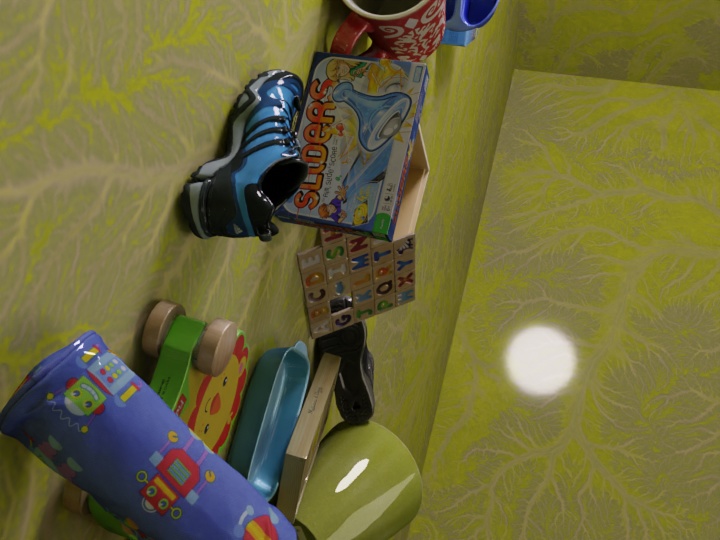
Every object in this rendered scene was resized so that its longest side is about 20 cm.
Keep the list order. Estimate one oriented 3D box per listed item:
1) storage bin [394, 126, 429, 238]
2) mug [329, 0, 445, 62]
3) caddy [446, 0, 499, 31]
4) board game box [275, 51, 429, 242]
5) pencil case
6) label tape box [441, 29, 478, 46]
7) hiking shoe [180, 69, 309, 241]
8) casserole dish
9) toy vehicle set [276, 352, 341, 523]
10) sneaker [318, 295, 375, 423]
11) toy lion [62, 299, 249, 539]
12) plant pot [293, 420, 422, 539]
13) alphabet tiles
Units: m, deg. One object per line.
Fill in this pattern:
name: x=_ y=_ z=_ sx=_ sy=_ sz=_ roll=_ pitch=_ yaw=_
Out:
storage bin: x=0.028 y=-0.113 z=0.978 sx=0.200 sy=0.093 sz=0.200 roll=58 pitch=45 yaw=-69
mug: x=0.030 y=-0.339 z=0.841 sx=0.134 sy=0.176 sz=0.200 roll=65 pitch=10 yaw=5
caddy: x=0.191 y=-0.539 z=1.199 sx=0.105 sy=0.140 sz=0.202 roll=-40 pitch=138 yaw=-75
board game box: x=-0.008 y=-0.143 z=0.744 sx=0.034 sy=0.134 sz=0.202 roll=46 pitch=56 yaw=-73
pencil case: x=-0.129 y=0.132 z=0.410 sx=0.078 sy=0.200 sz=0.087 roll=-48 pitch=-170 yaw=-36
label tape box: x=0.227 y=-0.583 z=1.449 sx=0.200 sy=0.065 sz=0.145 roll=-58 pitch=155 yaw=-60
hiking shoe: x=-0.080 y=-0.103 z=0.595 sx=0.075 sy=0.086 sz=0.201 roll=79 pitch=26 yaw=-55
casserole dish: x=-0.110 y=0.179 z=0.779 sx=0.121 sy=0.038 sz=0.202 roll=59 pitch=44 yaw=-69
toy vehicle set: x=-0.069 y=0.221 z=0.894 sx=0.200 sy=0.026 sz=0.125 roll=-70 pitch=173 yaw=-58
sneaker: x=-0.021 y=0.124 z=1.021 sx=0.114 sy=0.075 sz=0.201 roll=-103 pitch=-179 yaw=-71
toy lion: x=-0.151 y=0.132 z=0.569 sx=0.192 sy=0.068 sz=0.201 roll=90 pitch=17 yaw=-59
plant pot: x=-0.037 y=0.345 z=0.956 sx=0.199 sy=0.186 sz=0.189 roll=-24 pitch=124 yaw=-54
alphabet tiles: x=0.000 y=0.000 z=0.886 sx=0.201 sy=0.166 sz=0.008 roll=85 pitch=-20 yaw=-46
